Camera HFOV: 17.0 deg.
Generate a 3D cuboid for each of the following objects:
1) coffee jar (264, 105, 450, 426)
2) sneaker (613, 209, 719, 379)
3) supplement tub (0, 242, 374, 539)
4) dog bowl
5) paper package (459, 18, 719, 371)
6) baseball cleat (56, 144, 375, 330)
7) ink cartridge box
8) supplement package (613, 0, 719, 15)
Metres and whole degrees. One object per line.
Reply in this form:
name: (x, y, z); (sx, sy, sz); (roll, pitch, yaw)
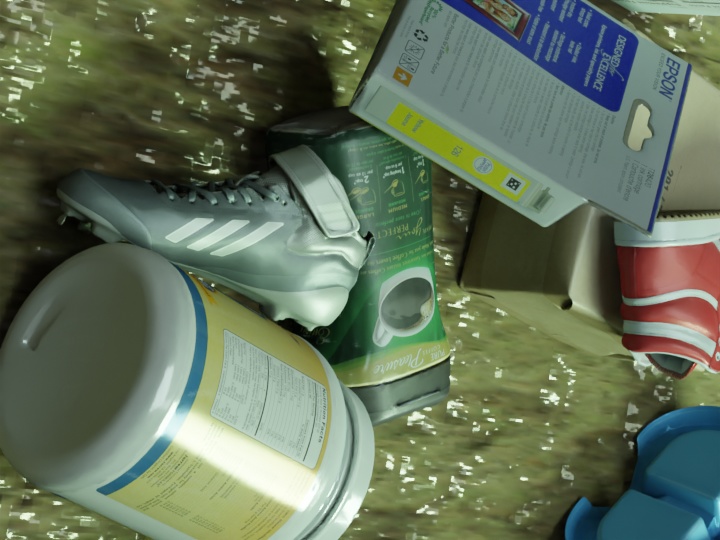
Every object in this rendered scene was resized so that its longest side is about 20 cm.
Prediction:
coffee jar: (0.000, 0.000, 1.528); (0.104, 0.085, 0.202); (-17, 106, -42)
sneaker: (0.247, 0.015, 1.659); (0.199, 0.071, 0.114); (-2, 93, -41)
supplement tub: (-0.099, 0.085, 1.391); (0.200, 0.144, 0.146); (32, 72, -45)
dog bowl: (0.234, 0.182, 1.794); (0.200, 0.111, 0.050); (-42, 138, -36)
paper package: (0.182, -0.050, 1.707); (0.190, 0.103, 0.202); (25, 76, -46)
baseball cleat: (-0.081, -0.039, 1.420); (0.199, 0.070, 0.107); (25, 98, -34)
ink cartridge box: (0.107, -0.118, 1.538); (0.199, 0.047, 0.198); (33, 39, -8)
supplement package: (0.188, -0.269, 1.575); (0.199, 0.150, 0.153); (21, 84, -41)
